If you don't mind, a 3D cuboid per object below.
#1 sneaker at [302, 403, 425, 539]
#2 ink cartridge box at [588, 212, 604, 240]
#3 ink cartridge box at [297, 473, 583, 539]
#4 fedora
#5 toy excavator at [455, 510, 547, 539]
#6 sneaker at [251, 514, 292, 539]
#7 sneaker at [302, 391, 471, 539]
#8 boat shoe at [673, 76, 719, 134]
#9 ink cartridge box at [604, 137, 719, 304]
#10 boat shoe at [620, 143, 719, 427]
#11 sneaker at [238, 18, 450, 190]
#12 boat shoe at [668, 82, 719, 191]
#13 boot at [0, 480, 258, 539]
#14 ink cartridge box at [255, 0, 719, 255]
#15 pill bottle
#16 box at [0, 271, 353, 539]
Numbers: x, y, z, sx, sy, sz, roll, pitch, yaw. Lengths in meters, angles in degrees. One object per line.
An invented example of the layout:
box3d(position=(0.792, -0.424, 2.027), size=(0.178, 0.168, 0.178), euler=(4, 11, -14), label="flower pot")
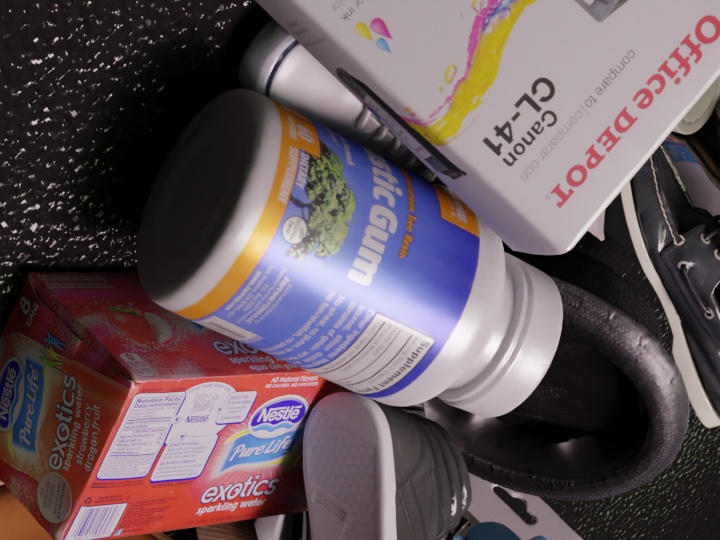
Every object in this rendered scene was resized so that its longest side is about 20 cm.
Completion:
box3d(position=(-0.015, 0.140, 1.127), size=(0.075, 0.202, 0.115), euler=(7, 167, -15), label="sneaker")
box3d(position=(0.100, -0.108, 1.024), size=(0.200, 0.050, 0.162), euler=(23, 73, -73), label="ink cartridge box")
box3d(position=(0.038, 0.208, 1.253), size=(0.200, 0.116, 0.068), euler=(-24, 143, -33), label="ink cartridge box")
box3d(position=(0.107, 0.046, 1.144), size=(0.092, 0.200, 0.201), euler=(-58, 160, -45), label="fedora")
box3d(position=(0.064, 0.179, 1.175), size=(0.194, 0.200, 0.100), euler=(-24, 145, -34), label="toy excavator")
box3d(position=(-0.107, 0.165, 1.088), size=(0.201, 0.118, 0.074), euler=(-64, 162, -54), label="sneaker")
box3d(position=(0.017, 0.164, 0.994), size=(0.099, 0.070, 0.201), euler=(4, 86, -56), label="sneaker")
box3d(position=(0.141, -0.167, 0.971), size=(0.072, 0.060, 0.202), euler=(-33, 125, -38), label="boat shoe")
box3d(position=(0.267, -0.085, 1.205), size=(0.145, 0.145, 0.201), euler=(-22, 139, -35), label="ink cartridge box")
box3d(position=(0.209, -0.001, 1.142), size=(0.075, 0.066, 0.200), euler=(-44, 117, -62), label="boat shoe")
box3d(position=(0.019, -0.083, 0.980), size=(0.200, 0.071, 0.073), euler=(13, 113, -54), label="sneaker")
box3d(position=(0.194, -0.103, 1.071), size=(0.060, 0.202, 0.072), euler=(-12, 126, -14), label="boat shoe")
box3d(position=(-0.130, 0.180, 0.946), size=(0.199, 0.155, 0.074), euler=(6, 130, -17), label="boot")
box3d(position=(0.059, -0.126, 0.869), size=(0.148, 0.200, 0.086), euler=(-49, -171, -4), label="ink cartridge box")
box3d(position=(0.000, 0.000, 0.937), size=(0.199, 0.112, 0.112), euler=(25, 105, -28), label="pill bottle")
box3d(position=(-0.090, 0.065, 0.977), size=(0.200, 0.095, 0.100), euler=(0, 124, -51), label="box")
